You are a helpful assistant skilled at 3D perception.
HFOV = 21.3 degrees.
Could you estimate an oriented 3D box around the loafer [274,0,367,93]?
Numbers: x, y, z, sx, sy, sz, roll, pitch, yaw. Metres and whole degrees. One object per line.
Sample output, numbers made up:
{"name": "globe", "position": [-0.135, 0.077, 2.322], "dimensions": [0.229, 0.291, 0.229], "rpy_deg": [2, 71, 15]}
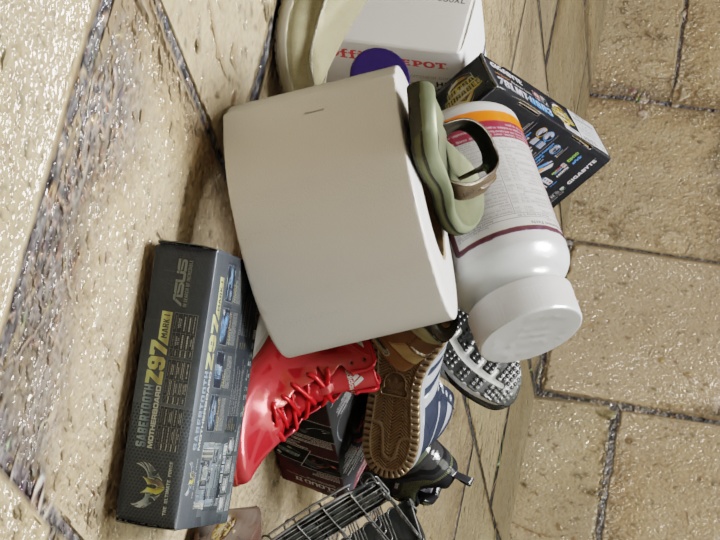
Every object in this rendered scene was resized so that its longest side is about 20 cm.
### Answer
{"name": "loafer", "position": [-0.025, -0.231, 1.614], "dimensions": [0.076, 0.068, 0.202], "rpy_deg": [36, 62, -76]}

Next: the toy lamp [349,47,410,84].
{"name": "toy lamp", "position": [-0.010, -0.130, 1.643], "dimensions": [0.200, 0.058, 0.059], "rpy_deg": [132, -27, -66]}

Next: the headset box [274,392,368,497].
{"name": "headset box", "position": [-0.021, 0.106, 1.772], "dimensions": [0.201, 0.074, 0.149], "rpy_deg": [79, 33, -55]}

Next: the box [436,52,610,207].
{"name": "box", "position": [0.099, -0.088, 1.752], "dimensions": [0.198, 0.200, 0.050], "rpy_deg": [25, 32, -47]}

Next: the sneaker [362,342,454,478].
{"name": "sneaker", "position": [0.053, 0.080, 1.736], "dimensions": [0.108, 0.069, 0.202], "rpy_deg": [-22, 125, -71]}

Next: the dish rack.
{"name": "dish rack", "position": [-0.024, 0.247, 1.772], "dimensions": [0.055, 0.153, 0.200], "rpy_deg": [57, 0, 31]}

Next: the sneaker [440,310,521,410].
{"name": "sneaker", "position": [0.074, 0.061, 1.831], "dimensions": [0.074, 0.200, 0.080], "rpy_deg": [-38, 161, -25]}

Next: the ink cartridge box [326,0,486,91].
{"name": "ink cartridge box", "position": [0.040, -0.177, 1.765], "dimensions": [0.201, 0.143, 0.085], "rpy_deg": [78, 23, -56]}

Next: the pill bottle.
{"name": "pill bottle", "position": [0.111, -0.032, 1.605], "dimensions": [0.110, 0.109, 0.202], "rpy_deg": [71, 0, -64]}

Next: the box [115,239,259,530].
{"name": "box", "position": [-0.122, 0.086, 1.403], "dimensions": [0.158, 0.050, 0.202], "rpy_deg": [28, 69, -80]}

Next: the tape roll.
{"name": "tape roll", "position": [-0.012, -0.045, 1.484], "dimensions": [0.203, 0.138, 0.205], "rpy_deg": [-12, 90, -83]}

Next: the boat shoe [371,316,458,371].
{"name": "boat shoe", "position": [0.000, 0.000, 1.623], "dimensions": [0.075, 0.201, 0.074], "rpy_deg": [4, 133, -51]}

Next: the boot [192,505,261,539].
{"name": "boot", "position": [-0.085, 0.256, 1.615], "dimensions": [0.187, 0.064, 0.202], "rpy_deg": [-51, 145, -45]}

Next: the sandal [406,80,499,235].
{"name": "sandal", "position": [0.076, -0.083, 1.458], "dimensions": [0.201, 0.057, 0.081], "rpy_deg": [56, 23, -70]}

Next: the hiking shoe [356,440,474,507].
{"name": "hiking shoe", "position": [0.028, 0.202, 1.890], "dimensions": [0.076, 0.101, 0.200], "rpy_deg": [-55, -163, -24]}

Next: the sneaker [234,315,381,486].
{"name": "sneaker", "position": [-0.047, 0.099, 1.605], "dimensions": [0.079, 0.114, 0.201], "rpy_deg": [82, 19, -51]}
